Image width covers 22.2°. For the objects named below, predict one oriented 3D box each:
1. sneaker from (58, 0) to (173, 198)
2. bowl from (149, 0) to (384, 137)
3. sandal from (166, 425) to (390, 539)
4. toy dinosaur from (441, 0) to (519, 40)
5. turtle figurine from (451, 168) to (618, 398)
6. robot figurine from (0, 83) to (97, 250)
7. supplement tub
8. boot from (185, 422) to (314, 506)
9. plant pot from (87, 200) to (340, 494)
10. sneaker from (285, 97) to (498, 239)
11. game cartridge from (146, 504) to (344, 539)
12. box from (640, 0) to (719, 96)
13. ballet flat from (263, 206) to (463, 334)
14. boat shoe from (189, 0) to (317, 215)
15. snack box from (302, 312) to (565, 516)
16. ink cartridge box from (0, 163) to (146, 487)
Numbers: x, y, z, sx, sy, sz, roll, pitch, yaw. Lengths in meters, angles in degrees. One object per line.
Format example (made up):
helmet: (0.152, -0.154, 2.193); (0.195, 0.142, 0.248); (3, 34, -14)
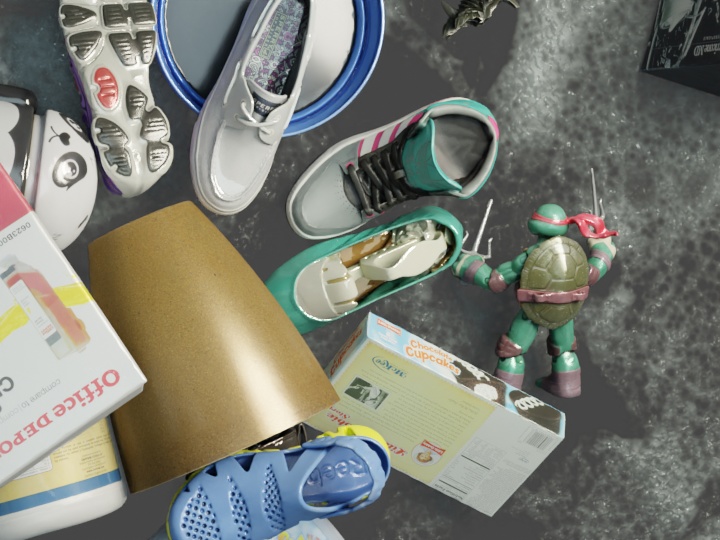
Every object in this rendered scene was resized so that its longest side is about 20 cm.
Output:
sneaker: (-0.210, -0.156, 1.503); (0.080, 0.083, 0.201); (-4, 80, -24)
bowl: (-0.081, -0.212, 1.547); (0.200, 0.039, 0.202); (-1, 94, -15)
sandal: (-0.060, 0.175, 1.468); (0.199, 0.087, 0.080); (-21, 96, -16)
toy dinosaur: (0.091, -0.284, 1.561); (0.199, 0.102, 0.136); (-24, 85, -9)
turtle figurine: (0.155, 0.012, 1.598); (0.149, 0.101, 0.201); (2, 102, -7)
robot figurine: (-0.308, -0.077, 1.452); (0.199, 0.125, 0.151); (8, 94, -12)
supplement tub: (-0.277, 0.109, 1.460); (0.144, 0.145, 0.201); (-15, 88, -13)
boot: (-0.105, 0.241, 1.563); (0.200, 0.069, 0.175); (-30, 102, -21)
plant pot: (-0.141, 0.053, 1.491); (0.186, 0.186, 0.201); (-24, 90, -11)
sneaker: (0.036, -0.083, 1.545); (0.200, 0.121, 0.084); (-31, 101, -10)
game cartridge: (-0.069, 0.261, 1.523); (0.133, 0.040, 0.200); (-40, 100, -19)
box: (0.352, -0.251, 1.573); (0.123, 0.200, 0.197); (14, 90, -13)
ballet flat: (0.000, 0.000, 1.568); (0.199, 0.070, 0.068); (-26, 101, -11)
boat shoe: (-0.082, -0.141, 1.496); (0.072, 0.069, 0.201); (25, 88, -15)
snack box: (0.062, 0.126, 1.580); (0.200, 0.037, 0.116); (28, 125, -15)
ink cartridge box: (-0.268, 0.042, 1.350); (0.145, 0.083, 0.200); (-35, 91, -9)
